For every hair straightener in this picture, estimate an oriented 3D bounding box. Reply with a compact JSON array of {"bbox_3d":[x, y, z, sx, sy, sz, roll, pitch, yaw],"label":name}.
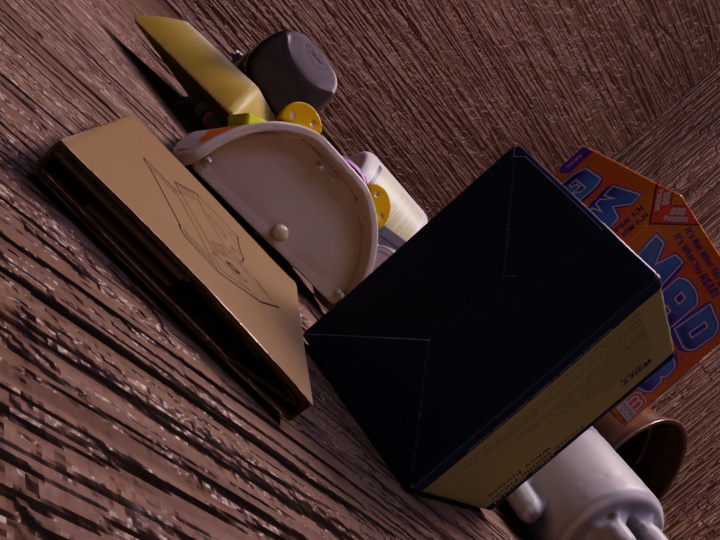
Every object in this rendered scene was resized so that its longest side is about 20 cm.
[{"bbox_3d":[-0.134,-0.118,0.892,0.200,0.041,0.077,44,-7,4],"label":"hair straightener"}]

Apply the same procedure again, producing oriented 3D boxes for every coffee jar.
[{"bbox_3d":[-0.095,-0.229,0.982,0.104,0.085,0.200,49,-5,-17],"label":"coffee jar"}]

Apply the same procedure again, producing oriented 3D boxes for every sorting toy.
[{"bbox_3d":[-0.084,-0.076,0.734,0.200,0.107,0.180,46,-14,-31],"label":"sorting toy"}]

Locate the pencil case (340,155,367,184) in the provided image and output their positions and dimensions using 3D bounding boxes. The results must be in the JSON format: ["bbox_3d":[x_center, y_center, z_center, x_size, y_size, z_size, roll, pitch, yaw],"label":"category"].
[{"bbox_3d":[-0.061,-0.118,1.072,0.200,0.092,0.085,-147,-135,-68],"label":"pencil case"}]

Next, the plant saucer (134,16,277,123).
[{"bbox_3d":[-0.155,-0.199,0.956,0.200,0.048,0.200,45,-7,25],"label":"plant saucer"}]

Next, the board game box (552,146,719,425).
[{"bbox_3d":[0.288,0.013,0.966,0.200,0.200,0.200,46,5,-28],"label":"board game box"}]

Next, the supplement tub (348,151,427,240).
[{"bbox_3d":[0.025,-0.090,1.416,0.200,0.145,0.145,47,5,-22],"label":"supplement tub"}]

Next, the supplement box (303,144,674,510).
[{"bbox_3d":[0.105,0.055,0.599,0.134,0.200,0.200,52,6,30],"label":"supplement box"}]

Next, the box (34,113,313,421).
[{"bbox_3d":[-0.091,-0.015,0.456,0.164,0.021,0.200,47,4,-15],"label":"box"}]

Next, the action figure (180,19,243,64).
[{"bbox_3d":[-0.192,-0.274,1.190,0.200,0.102,0.119,43,-4,-42],"label":"action figure"}]

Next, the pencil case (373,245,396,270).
[{"bbox_3d":[0.072,0.030,0.873,0.091,0.083,0.200,-3,-12,40],"label":"pencil case"}]

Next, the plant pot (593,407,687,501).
[{"bbox_3d":[0.279,0.217,1.061,0.200,0.200,0.198,44,-1,-43],"label":"plant pot"}]

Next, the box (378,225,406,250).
[{"bbox_3d":[0.054,-0.011,1.182,0.200,0.041,0.156,39,-8,28],"label":"box"}]

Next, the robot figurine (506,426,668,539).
[{"bbox_3d":[0.204,0.214,0.771,0.169,0.113,0.200,18,19,-26],"label":"robot figurine"}]
